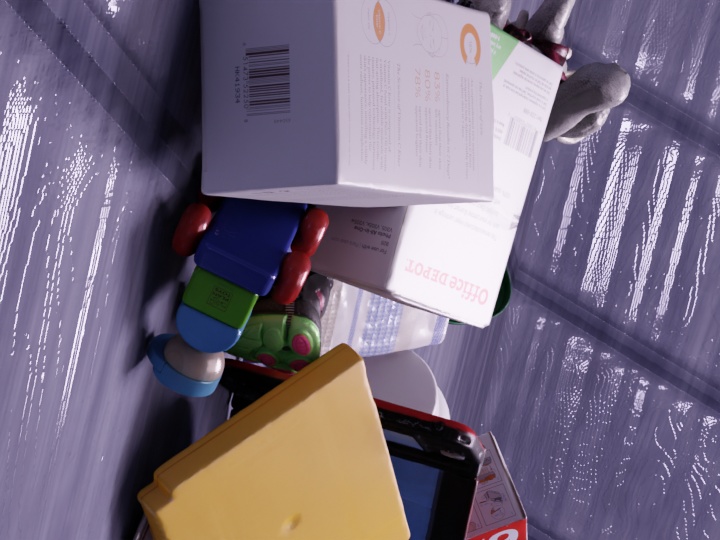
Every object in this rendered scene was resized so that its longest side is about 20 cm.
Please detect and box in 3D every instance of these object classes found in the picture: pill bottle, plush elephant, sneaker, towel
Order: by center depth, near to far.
[{"bbox_3d":[-0.059,0.026,1.385,0.200,0.076,0.084,-179,-74,-83],"label":"sneaker"},{"bbox_3d":[0.000,0.000,1.537,0.199,0.024,0.148,-6,116,-37],"label":"towel"},{"bbox_3d":[0.021,0.146,1.676,0.200,0.113,0.114,84,23,-62],"label":"pill bottle"},{"bbox_3d":[0.144,-0.180,1.707,0.200,0.164,0.155,-59,-179,46],"label":"plush elephant"}]

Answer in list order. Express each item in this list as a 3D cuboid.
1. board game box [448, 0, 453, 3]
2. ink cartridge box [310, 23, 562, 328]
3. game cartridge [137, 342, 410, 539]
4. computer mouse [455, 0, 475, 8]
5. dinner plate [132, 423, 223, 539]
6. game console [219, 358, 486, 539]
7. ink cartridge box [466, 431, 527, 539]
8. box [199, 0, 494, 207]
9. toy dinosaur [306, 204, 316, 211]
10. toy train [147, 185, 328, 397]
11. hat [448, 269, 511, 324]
[{"bbox_3d":[0.040,-0.236,1.649,0.200,0.056,0.166,-55,159,-64],"label":"board game box"},{"bbox_3d":[0.051,-0.074,1.388,0.146,0.084,0.201,21,85,-54],"label":"ink cartridge box"},{"bbox_3d":[-0.056,0.165,1.356,0.176,0.032,0.201,-33,136,-19],"label":"game cartridge"},{"bbox_3d":[0.062,-0.173,1.545,0.200,0.034,0.059,102,9,-78],"label":"computer mouse"},{"bbox_3d":[-0.110,0.193,1.385,0.200,0.024,0.201,-36,135,-44],"label":"dinner plate"},{"bbox_3d":[-0.018,0.155,1.459,0.172,0.199,0.119,57,48,-76],"label":"game console"},{"bbox_3d":[0.033,0.232,1.624,0.176,0.199,0.084,78,-9,-63],"label":"ink cartridge box"},{"bbox_3d":[-0.004,-0.105,1.213,0.200,0.097,0.125,3,86,-59],"label":"box"},{"bbox_3d":[0.007,-0.076,1.466,0.199,0.077,0.103,-8,111,-52],"label":"toy dinosaur"},{"bbox_3d":[-0.079,-0.007,1.281,0.116,0.084,0.200,-62,-176,25],"label":"toy train"},{"bbox_3d":[0.093,-0.080,1.744,0.200,0.165,0.177,-88,-159,-55],"label":"hat"}]
